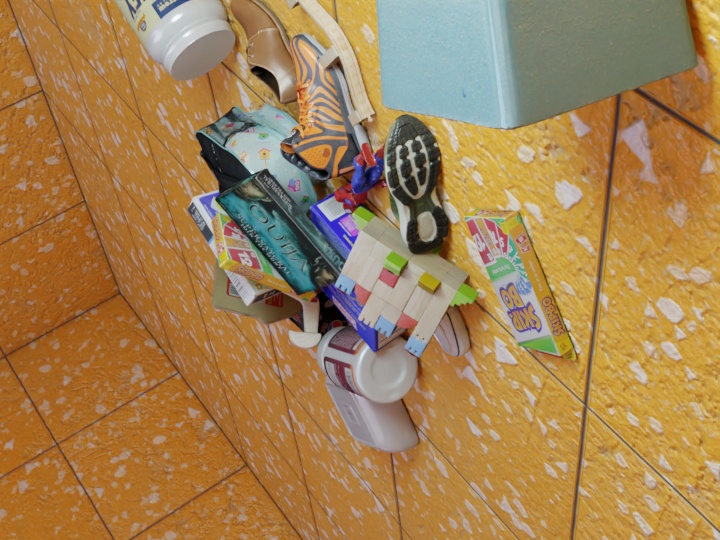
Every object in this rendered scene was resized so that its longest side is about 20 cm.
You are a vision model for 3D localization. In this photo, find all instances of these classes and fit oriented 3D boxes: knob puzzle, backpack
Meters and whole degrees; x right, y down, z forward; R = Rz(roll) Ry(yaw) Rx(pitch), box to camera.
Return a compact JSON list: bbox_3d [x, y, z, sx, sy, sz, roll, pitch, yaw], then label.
[{"bbox_3d":[-0.173,0.017,1.981,0.220,0.219,0.030,55,141,15],"label":"knob puzzle"},{"bbox_3d":[-0.145,-0.157,1.695,0.200,0.153,0.177,45,162,50],"label":"backpack"}]

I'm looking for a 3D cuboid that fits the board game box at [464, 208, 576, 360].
[{"bbox_3d":[0.193,0.021,1.302,0.201,0.030,0.095,63,161,-15],"label":"board game box"}]

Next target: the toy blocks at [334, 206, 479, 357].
[{"bbox_3d":[0.048,0.027,1.467,0.199,0.100,0.137,33,125,8],"label":"toy blocks"}]

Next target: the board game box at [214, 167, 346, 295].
[{"bbox_3d":[-0.115,-0.054,1.605,0.200,0.028,0.135,49,148,-15],"label":"board game box"}]

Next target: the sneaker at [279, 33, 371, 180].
[{"bbox_3d":[-0.070,-0.218,1.486,0.201,0.111,0.077,63,160,-8],"label":"sneaker"}]

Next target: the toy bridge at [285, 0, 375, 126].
[{"bbox_3d":[-0.033,-0.285,1.427,0.201,0.027,0.067,61,160,-3],"label":"toy bridge"}]

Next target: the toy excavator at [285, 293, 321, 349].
[{"bbox_3d":[-0.124,0.014,1.908,0.199,0.196,0.100,29,171,2],"label":"toy excavator"}]

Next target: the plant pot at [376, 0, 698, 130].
[{"bbox_3d":[0.127,-0.244,0.866,0.196,0.194,0.202,25,131,58],"label":"plant pot"}]

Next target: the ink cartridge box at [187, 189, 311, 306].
[{"bbox_3d":[-0.162,-0.058,1.819,0.199,0.199,0.043,56,136,12],"label":"ink cartridge box"}]

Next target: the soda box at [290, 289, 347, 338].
[{"bbox_3d":[-0.101,0.067,2.042,0.200,0.063,0.071,37,150,48],"label":"soda box"}]

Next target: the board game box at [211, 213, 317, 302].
[{"bbox_3d":[-0.145,-0.017,1.708,0.199,0.030,0.096,26,-144,-41],"label":"board game box"}]

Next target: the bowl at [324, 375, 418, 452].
[{"bbox_3d":[0.010,0.250,2.010,0.201,0.074,0.200,64,159,-13],"label":"bowl"}]

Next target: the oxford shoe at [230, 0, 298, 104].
[{"bbox_3d":[-0.144,-0.327,1.581,0.201,0.071,0.071,55,162,19],"label":"oxford shoe"}]

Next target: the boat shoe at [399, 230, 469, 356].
[{"bbox_3d":[0.084,0.042,1.540,0.201,0.066,0.073,62,161,-4],"label":"boat shoe"}]

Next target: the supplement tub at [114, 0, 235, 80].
[{"bbox_3d":[-0.303,-0.421,1.731,0.201,0.144,0.145,56,160,11],"label":"supplement tub"}]

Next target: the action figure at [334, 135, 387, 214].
[{"bbox_3d":[0.005,-0.123,1.506,0.052,0.065,0.200,62,160,8],"label":"action figure"}]

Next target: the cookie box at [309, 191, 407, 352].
[{"bbox_3d":[0.000,0.000,1.675,0.171,0.075,0.201,49,158,29],"label":"cookie box"}]

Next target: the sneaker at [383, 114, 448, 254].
[{"bbox_3d":[0.056,-0.118,1.387,0.089,0.076,0.201,51,158,47],"label":"sneaker"}]

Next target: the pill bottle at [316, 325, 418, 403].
[{"bbox_3d":[0.006,0.153,1.820,0.115,0.114,0.200,65,160,-14],"label":"pill bottle"}]
